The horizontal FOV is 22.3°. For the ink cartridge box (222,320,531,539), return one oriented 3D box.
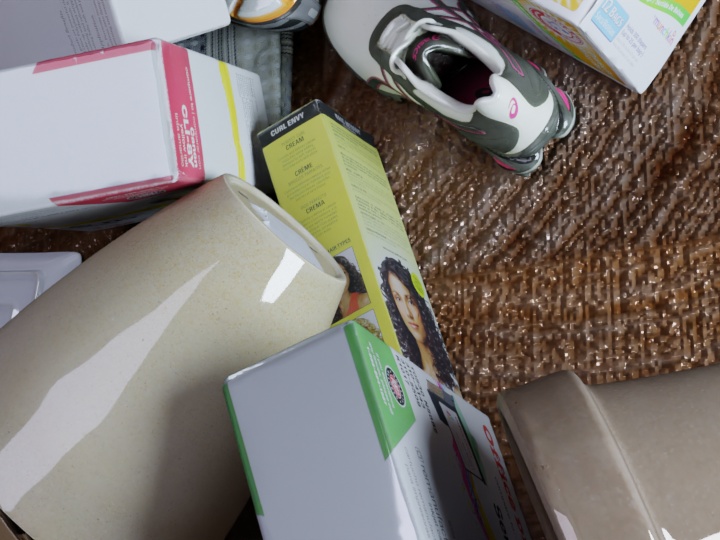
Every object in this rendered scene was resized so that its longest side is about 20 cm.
[{"bbox_3d":[0.022,0.131,0.972,0.083,0.200,0.146,-26,63,15],"label":"ink cartridge box"}]

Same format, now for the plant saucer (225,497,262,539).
[{"bbox_3d":[-0.124,0.160,1.141,0.198,0.029,0.202,-10,69,26],"label":"plant saucer"}]

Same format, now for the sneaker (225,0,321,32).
[{"bbox_3d":[-0.107,-0.206,1.189,0.199,0.077,0.079,36,97,28],"label":"sneaker"}]

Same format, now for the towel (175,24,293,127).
[{"bbox_3d":[-0.136,-0.156,1.236,0.191,0.035,0.202,-7,71,20],"label":"towel"}]

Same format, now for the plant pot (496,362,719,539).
[{"bbox_3d":[0.182,0.122,0.912,0.173,0.201,0.202,-23,62,0],"label":"plant pot"}]

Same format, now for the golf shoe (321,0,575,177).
[{"bbox_3d":[0.043,-0.137,1.115,0.199,0.088,0.078,35,93,34],"label":"golf shoe"}]

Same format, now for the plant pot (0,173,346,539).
[{"bbox_3d":[-0.105,0.051,1.037,0.200,0.187,0.187,-48,58,8],"label":"plant pot"}]

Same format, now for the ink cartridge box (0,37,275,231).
[{"bbox_3d":[-0.147,-0.076,1.100,0.144,0.200,0.084,-11,88,14],"label":"ink cartridge box"}]

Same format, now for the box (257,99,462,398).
[{"bbox_3d":[0.000,0.000,1.101,0.050,0.075,0.202,-29,63,20],"label":"box"}]

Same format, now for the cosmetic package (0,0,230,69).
[{"bbox_3d":[-0.181,-0.179,1.133,0.199,0.084,0.109,-2,107,51],"label":"cosmetic package"}]

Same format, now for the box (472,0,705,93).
[{"bbox_3d":[0.103,-0.207,1.090,0.199,0.112,0.102,35,92,31],"label":"box"}]

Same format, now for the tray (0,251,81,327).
[{"bbox_3d":[-0.252,0.082,1.241,0.106,0.022,0.202,0,74,28],"label":"tray"}]

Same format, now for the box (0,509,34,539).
[{"bbox_3d":[-0.189,0.197,1.071,0.021,0.201,0.163,-32,62,-25],"label":"box"}]
